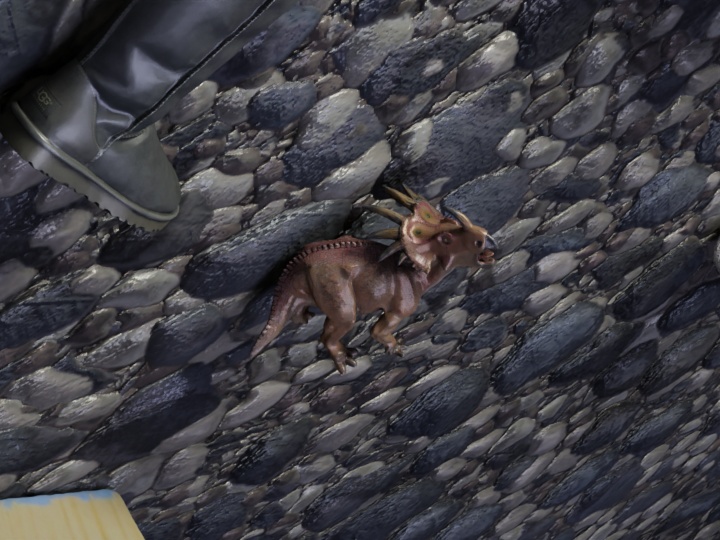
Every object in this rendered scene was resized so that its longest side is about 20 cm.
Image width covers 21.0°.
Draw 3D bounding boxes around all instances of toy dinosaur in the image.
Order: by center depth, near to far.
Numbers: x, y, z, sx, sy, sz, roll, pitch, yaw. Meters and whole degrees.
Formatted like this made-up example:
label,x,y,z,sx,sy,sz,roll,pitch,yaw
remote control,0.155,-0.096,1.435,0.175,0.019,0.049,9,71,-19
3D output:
label,x,y,z,sx,sy,sz,roll,pitch,yaw
toy dinosaur,0.000,0.000,1.502,0.198,0.086,0.136,-14,141,-7

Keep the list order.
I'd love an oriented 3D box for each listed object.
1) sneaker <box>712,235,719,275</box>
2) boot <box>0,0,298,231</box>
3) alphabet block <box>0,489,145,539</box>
label,x,y,z,sx,sy,sz,roll,pitch,yaw
sneaker,0.451,-0.041,1.992,0.199,0.078,0.112,-35,154,-2
boot,-0.103,-0.124,1.175,0.200,0.073,0.182,-46,156,7
alphabet block,-0.265,0.319,1.580,0.195,0.201,0.196,0,138,-51
